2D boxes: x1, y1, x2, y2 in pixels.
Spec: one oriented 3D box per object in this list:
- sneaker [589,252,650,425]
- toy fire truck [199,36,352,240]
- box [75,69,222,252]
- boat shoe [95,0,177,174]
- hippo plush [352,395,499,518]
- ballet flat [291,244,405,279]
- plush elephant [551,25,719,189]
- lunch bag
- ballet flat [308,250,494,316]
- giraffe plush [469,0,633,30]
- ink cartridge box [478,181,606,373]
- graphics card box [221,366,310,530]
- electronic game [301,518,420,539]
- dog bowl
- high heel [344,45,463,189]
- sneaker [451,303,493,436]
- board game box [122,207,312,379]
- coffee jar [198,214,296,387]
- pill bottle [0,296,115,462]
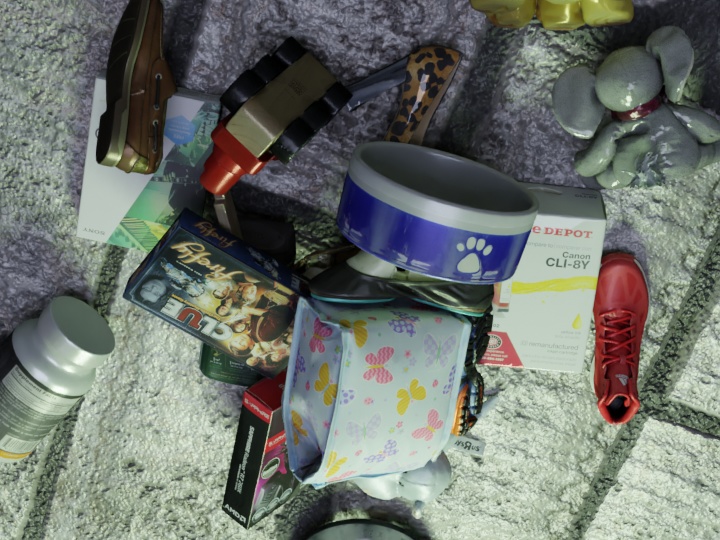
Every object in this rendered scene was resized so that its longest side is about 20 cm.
[{"bbox_3d":[0.307,0.088,1.504,0.078,0.116,0.201,-5,115,5],"label":"sneaker"},{"bbox_3d":[-0.110,-0.124,1.400,0.129,0.176,0.200,43,123,-5],"label":"toy fire truck"},{"bbox_3d":[-0.244,-0.118,1.486,0.144,0.036,0.201,12,116,-2],"label":"box"},{"bbox_3d":[-0.236,-0.202,1.403,0.068,0.072,0.201,14,81,-28],"label":"boat shoe"},{"bbox_3d":[0.056,0.237,1.562,0.199,0.161,0.160,12,115,-2],"label":"hippo plush"},{"bbox_3d":[0.000,0.000,1.437,0.199,0.065,0.071,-16,93,37],"label":"ballet flat"},{"bbox_3d":[0.294,-0.170,1.371,0.164,0.200,0.156,-12,95,17],"label":"plush elephant"},{"bbox_3d":[0.008,0.130,1.397,0.169,0.127,0.201,-4,110,-31],"label":"lunch bag"},{"bbox_3d":[0.045,0.002,1.364,0.199,0.068,0.069,5,107,-13],"label":"ballet flat"},{"bbox_3d":[0.196,-0.344,1.304,0.172,0.200,0.163,3,86,6],"label":"giraffe plush"},{"bbox_3d":[0.196,0.008,1.491,0.144,0.083,0.201,5,115,2],"label":"ink cartridge box"},{"bbox_3d":[-0.098,0.204,1.560,0.051,0.125,0.201,33,128,24],"label":"graphics card box"},{"bbox_3d":[0.005,0.404,1.708,0.199,0.042,0.201,3,123,4],"label":"electronic game"},{"bbox_3d":[0.078,-0.062,1.334,0.199,0.200,0.079,15,109,-4],"label":"dog bowl"},{"bbox_3d":[0.080,-0.143,1.433,0.142,0.071,0.201,-22,103,20],"label":"high heel"},{"bbox_3d":[0.097,0.093,1.463,0.078,0.075,0.201,16,116,25],"label":"sneaker"},{"bbox_3d":[-0.143,0.029,1.424,0.200,0.035,0.136,30,129,-18],"label":"board game box"},{"bbox_3d":[-0.132,0.032,1.521,0.104,0.085,0.201,11,116,7],"label":"coffee jar"},{"bbox_3d":[-0.394,0.131,1.566,0.116,0.116,0.200,39,110,-14],"label":"pill bottle"}]
